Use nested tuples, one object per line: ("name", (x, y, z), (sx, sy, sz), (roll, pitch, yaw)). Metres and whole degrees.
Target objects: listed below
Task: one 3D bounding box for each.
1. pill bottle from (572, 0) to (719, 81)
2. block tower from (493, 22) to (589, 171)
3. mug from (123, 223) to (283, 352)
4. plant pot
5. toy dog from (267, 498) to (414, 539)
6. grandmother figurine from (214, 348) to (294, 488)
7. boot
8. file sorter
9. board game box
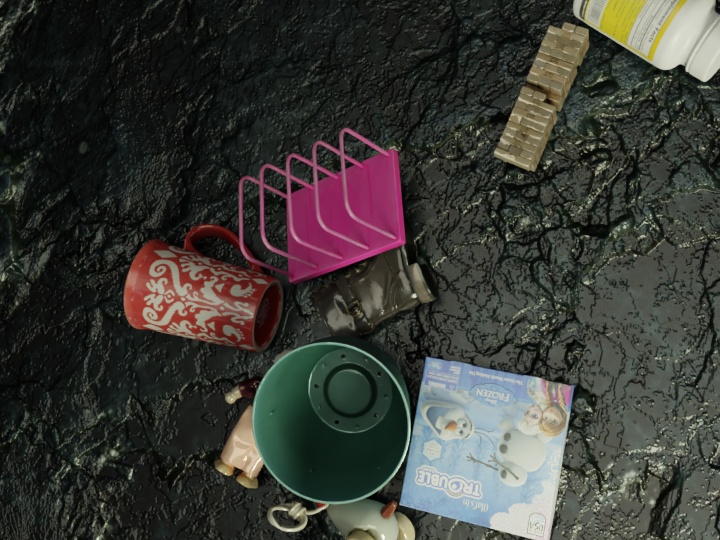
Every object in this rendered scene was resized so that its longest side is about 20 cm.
("pill bottle", (0.386, -0.332, 1.119), (0.199, 0.111, 0.112), (40, 94, 19))
("block tower", (0.248, -0.234, 1.177), (0.054, 0.058, 0.202), (24, 87, 20))
("mug", (-0.216, 0.021, 1.245), (0.198, 0.133, 0.180), (14, 87, 16))
("plant pot", (-0.025, 0.177, 1.124), (0.198, 0.161, 0.204), (1, 97, 9))
("toy dog", (-0.016, 0.303, 1.142), (0.198, 0.132, 0.097), (24, 118, 11))
("grandmother figurine", (-0.136, 0.201, 1.229), (0.120, 0.061, 0.202), (30, 88, -8))
("boot", (0.000, 0.000, 1.211), (0.173, 0.069, 0.202), (-26, 71, 16))
("file sorter", (-0.059, -0.088, 1.171), (0.198, 0.125, 0.141), (-20, 63, 33))
("board game box", (0.165, 0.230, 1.132), (0.197, 0.043, 0.202), (9, 85, 19))
